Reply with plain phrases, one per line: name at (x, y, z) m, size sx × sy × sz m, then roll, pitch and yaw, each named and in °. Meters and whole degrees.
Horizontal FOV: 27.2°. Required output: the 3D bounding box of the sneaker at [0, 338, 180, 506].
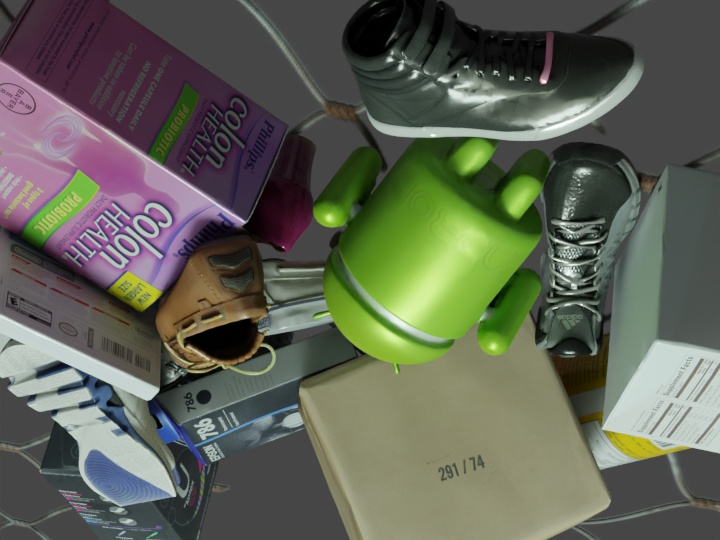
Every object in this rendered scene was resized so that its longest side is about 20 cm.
sneaker at (-0.197, 0.086, 1.176) m, size 0.080 × 0.115 × 0.200 m, roll -11°, pitch 130°, yaw 25°

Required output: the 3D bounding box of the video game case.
video game case at (-0.216, -0.003, 1.145) m, size 0.143 × 0.201 × 0.018 m, roll 29°, pitch 123°, yaw -27°

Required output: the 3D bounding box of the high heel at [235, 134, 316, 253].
high heel at (-0.101, -0.026, 1.163) m, size 0.067 × 0.097 × 0.200 m, roll 23°, pitch 146°, yaw -20°

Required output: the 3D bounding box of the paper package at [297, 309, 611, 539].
paper package at (0.069, 0.143, 1.188) m, size 0.199 × 0.191 × 0.103 m, roll -22°, pitch 174°, yaw -9°

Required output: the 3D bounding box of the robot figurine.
robot figurine at (0.051, -0.016, 1.070) m, size 0.175 × 0.116 × 0.200 m, roll 36°, pitch 113°, yaw -4°

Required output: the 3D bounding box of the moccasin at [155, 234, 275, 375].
moccasin at (-0.102, 0.040, 1.085) m, size 0.073 × 0.078 × 0.201 m, roll -13°, pitch 165°, yaw -24°

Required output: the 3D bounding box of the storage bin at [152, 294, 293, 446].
storage bin at (-0.177, 0.079, 1.360) m, size 0.199 × 0.094 × 0.135 m, roll 25°, pitch 146°, yaw -21°

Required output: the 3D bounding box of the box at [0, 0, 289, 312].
box at (-0.187, -0.086, 1.066) m, size 0.200 × 0.097 × 0.176 m, roll 33°, pitch 143°, yaw -18°

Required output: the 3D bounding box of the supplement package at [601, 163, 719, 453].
supplement package at (0.297, 0.041, 1.095) m, size 0.199 × 0.152 × 0.151 m, roll 11°, pitch 149°, yaw -1°

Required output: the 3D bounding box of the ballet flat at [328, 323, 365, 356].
ballet flat at (0.020, 0.058, 1.304) m, size 0.071 × 0.069 × 0.200 m, roll 6°, pitch 149°, yaw 44°

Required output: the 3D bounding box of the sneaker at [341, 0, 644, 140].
sneaker at (0.076, -0.137, 0.954) m, size 0.199 × 0.071 × 0.099 m, roll -2°, pitch 152°, yaw 27°

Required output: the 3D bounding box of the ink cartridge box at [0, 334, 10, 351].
ink cartridge box at (-0.370, -0.001, 1.298) m, size 0.144 × 0.085 × 0.200 m, roll 7°, pitch 147°, yaw 7°

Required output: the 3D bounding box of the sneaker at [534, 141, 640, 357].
sneaker at (0.166, 0.002, 1.108) m, size 0.075 × 0.116 × 0.200 m, roll 5°, pitch 148°, yaw 9°

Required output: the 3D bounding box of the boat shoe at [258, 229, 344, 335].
boat shoe at (0.000, 0.000, 1.176) m, size 0.199 × 0.070 × 0.071 m, roll -11°, pitch 176°, yaw -28°

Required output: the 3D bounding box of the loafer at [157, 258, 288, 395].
loafer at (-0.139, 0.046, 1.236) m, size 0.199 × 0.072 × 0.063 m, roll -30°, pitch 178°, yaw -7°

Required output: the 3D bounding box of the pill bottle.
pill bottle at (0.215, 0.110, 1.272) m, size 0.111 × 0.112 × 0.199 m, roll 34°, pitch 142°, yaw -33°

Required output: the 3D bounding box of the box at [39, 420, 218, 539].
box at (-0.235, 0.202, 1.546) m, size 0.105 × 0.123 × 0.200 m, roll 1°, pitch 148°, yaw 16°

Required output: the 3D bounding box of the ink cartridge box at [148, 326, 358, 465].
ink cartridge box at (-0.092, 0.114, 1.262) m, size 0.199 × 0.039 × 0.100 m, roll -20°, pitch 151°, yaw -1°
